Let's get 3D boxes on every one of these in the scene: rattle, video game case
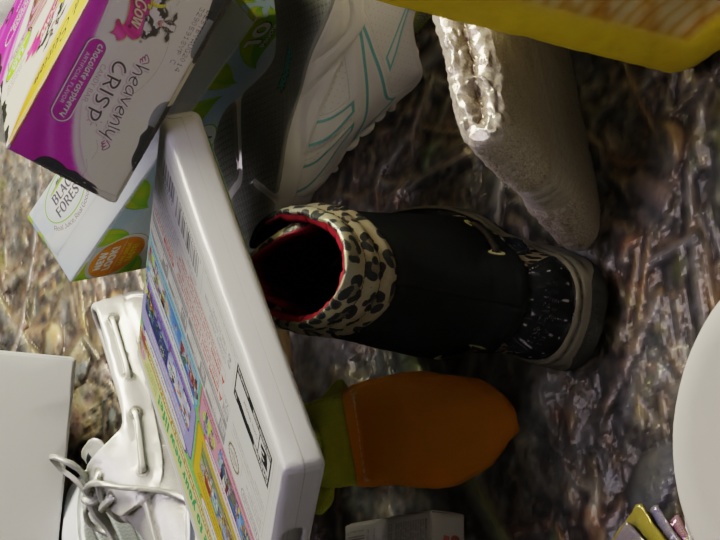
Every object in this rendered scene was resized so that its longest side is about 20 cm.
[{"bbox_3d":[-0.007,0.087,1.331,0.200,0.143,0.130,88,160,-68],"label":"rattle"},{"bbox_3d":[-0.063,0.060,1.186,0.182,0.022,0.200,102,153,-51],"label":"video game case"}]

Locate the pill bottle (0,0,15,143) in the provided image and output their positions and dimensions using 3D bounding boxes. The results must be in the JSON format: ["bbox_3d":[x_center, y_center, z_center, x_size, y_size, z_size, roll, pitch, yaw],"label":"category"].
[{"bbox_3d":[-0.193,-0.181,1.575,0.120,0.119,0.200,-38,53,44],"label":"pill bottle"}]

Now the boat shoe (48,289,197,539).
[{"bbox_3d":[-0.114,0.101,1.310,0.075,0.086,0.202,100,164,-65],"label":"boat shoe"}]

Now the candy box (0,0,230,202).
[{"bbox_3d":[-0.117,-0.130,1.234,0.137,0.061,0.200,-60,18,12],"label":"candy box"}]

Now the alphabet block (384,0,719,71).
[{"bbox_3d":[0.110,-0.227,1.087,0.196,0.195,0.200,-37,52,46],"label":"alphabet block"}]

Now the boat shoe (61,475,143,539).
[{"bbox_3d":[-0.133,0.206,1.442,0.062,0.072,0.200,-43,52,37],"label":"boat shoe"}]

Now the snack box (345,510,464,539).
[{"bbox_3d":[0.021,0.221,1.262,0.072,0.024,0.201,-16,69,50],"label":"snack box"}]

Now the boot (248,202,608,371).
[{"bbox_3d":[0.001,-0.001,1.230,0.203,0.153,0.074,13,93,55],"label":"boot"}]

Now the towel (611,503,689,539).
[{"bbox_3d":[0.132,0.216,1.110,0.144,0.023,0.200,-57,41,29],"label":"towel"}]

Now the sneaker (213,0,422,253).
[{"bbox_3d":[-0.013,-0.083,1.243,0.070,0.080,0.201,57,136,39],"label":"sneaker"}]

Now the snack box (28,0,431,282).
[{"bbox_3d":[-0.068,-0.083,1.351,0.053,0.142,0.200,54,128,22],"label":"snack box"}]

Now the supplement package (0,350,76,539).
[{"bbox_3d":[-0.262,0.123,1.523,0.200,0.151,0.151,161,114,-73],"label":"supplement package"}]

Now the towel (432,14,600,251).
[{"bbox_3d":[0.062,-0.119,1.195,0.034,0.133,0.200,-19,63,19],"label":"towel"}]

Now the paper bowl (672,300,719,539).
[{"bbox_3d":[0.198,0.063,0.984,0.200,0.104,0.201,-20,66,52],"label":"paper bowl"}]
